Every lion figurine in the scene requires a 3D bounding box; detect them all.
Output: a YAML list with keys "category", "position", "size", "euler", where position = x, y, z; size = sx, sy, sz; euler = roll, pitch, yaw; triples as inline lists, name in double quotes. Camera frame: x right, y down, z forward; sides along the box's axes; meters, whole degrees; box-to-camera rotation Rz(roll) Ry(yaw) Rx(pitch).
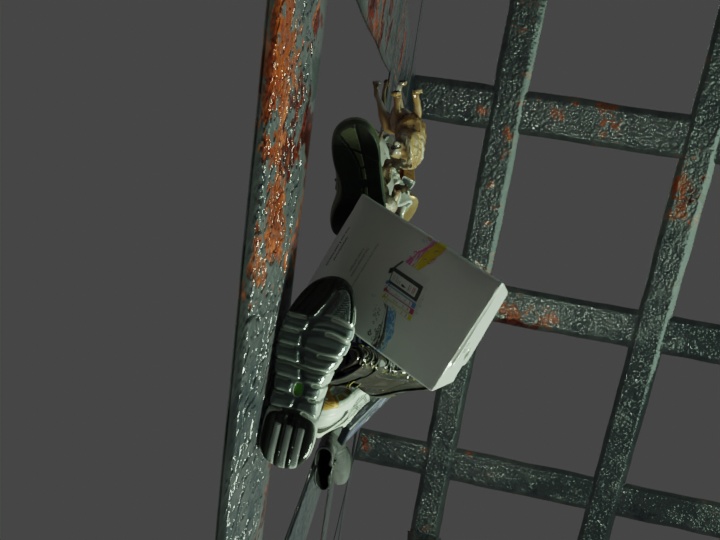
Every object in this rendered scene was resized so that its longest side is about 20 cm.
- category: "lion figurine"
  position: [0.069, -0.265, 0.960]
  size: [0.201, 0.071, 0.125]
  euler: [-105, -172, -60]

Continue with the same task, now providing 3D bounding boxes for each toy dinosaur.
- category: "toy dinosaur"
  position: [0.017, -0.124, 0.895]
  size: [0.135, 0.084, 0.204]
  euler: [143, -61, -64]

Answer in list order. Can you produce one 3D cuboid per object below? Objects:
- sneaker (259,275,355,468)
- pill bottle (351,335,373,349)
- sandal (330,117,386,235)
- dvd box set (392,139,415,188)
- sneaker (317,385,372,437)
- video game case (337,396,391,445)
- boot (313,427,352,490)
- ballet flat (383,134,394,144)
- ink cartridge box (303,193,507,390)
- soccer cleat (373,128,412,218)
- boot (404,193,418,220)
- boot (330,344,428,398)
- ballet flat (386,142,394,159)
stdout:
- category: "sneaker"
  position: [-0.058, 0.103, 0.599]
  size: [0.115, 0.074, 0.204]
  euler: [87, 22, -89]
- category: "pill bottle"
  position: [0.000, 0.047, 0.865]
  size: [0.112, 0.109, 0.203]
  euler: [-72, 170, -59]
- category: "sandal"
  position: [-0.003, -0.123, 0.737]
  size: [0.203, 0.078, 0.058]
  euler: [94, -6, -46]
- category: "dvd box set"
  position: [0.059, -0.180, 1.106]
  size: [0.147, 0.029, 0.202]
  euler: [-53, -160, 34]
- category: "sneaker"
  position: [-0.026, 0.214, 0.912]
  size: [0.198, 0.075, 0.089]
  euler: [-10, 127, -53]
- category: "video game case"
  position: [0.037, 0.246, 1.033]
  size: [0.199, 0.019, 0.144]
  euler: [-39, 163, -24]
- category: "boot"
  position: [-0.066, 0.405, 1.125]
  size: [0.132, 0.068, 0.204]
  euler: [-66, 154, -59]
- category: "ballet flat"
  position: [0.053, -0.256, 1.318]
  size: [0.067, 0.046, 0.201]
  euler: [-45, 156, -18]
- category: "ink cartridge box"
  position: [0.064, 0.028, 0.680]
  size: [0.146, 0.199, 0.147]
  euler: [-57, 161, 5]
- category: "soccer cleat"
  position: [0.052, -0.150, 0.951]
  size: [0.069, 0.085, 0.204]
  euler: [-19, 104, -52]
- category: "boot"
  position: [0.064, -0.162, 1.209]
  size: [0.201, 0.070, 0.146]
  euler: [-41, -145, 51]
- category: "boot"
  position: [0.039, 0.137, 0.779]
  size: [0.174, 0.198, 0.070]
  euler: [31, 37, -55]
- category: "ballet flat"
  position: [0.027, -0.189, 1.032]
  size: [0.076, 0.067, 0.203]
  euler: [64, 35, -54]
